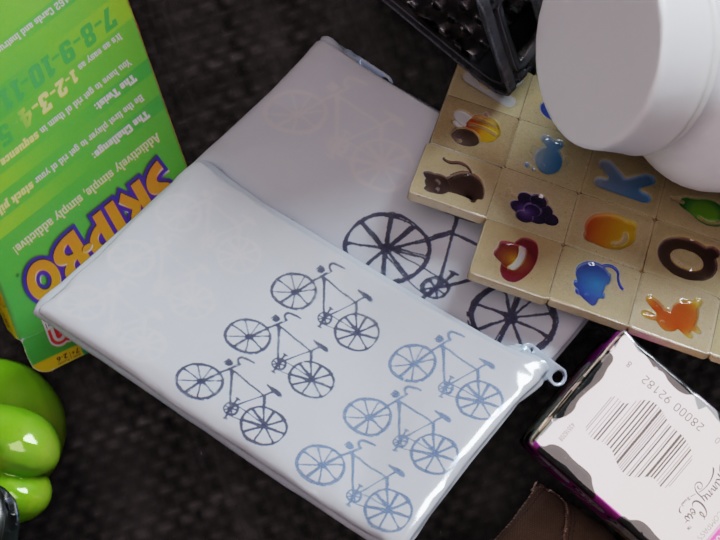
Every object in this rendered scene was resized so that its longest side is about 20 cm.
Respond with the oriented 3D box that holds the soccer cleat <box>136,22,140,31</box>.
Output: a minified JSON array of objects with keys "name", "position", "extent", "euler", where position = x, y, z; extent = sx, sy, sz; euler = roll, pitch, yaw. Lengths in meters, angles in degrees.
[{"name":"soccer cleat","position":[-0.190,-0.074,0.937],"extent":[0.199,0.068,0.074],"euler":[-17,88,-4]}]

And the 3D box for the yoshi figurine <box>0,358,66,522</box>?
[{"name":"yoshi figurine","position":[-0.208,0.057,0.920],"extent":[0.199,0.113,0.112],"euler":[19,45,15]}]

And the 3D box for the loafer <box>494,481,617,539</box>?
[{"name":"loafer","position":[0.024,0.154,0.894],"extent":[0.199,0.073,0.071],"euler":[-28,71,-29]}]

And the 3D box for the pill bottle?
[{"name":"pill bottle","position":[0.173,-0.086,0.872],"extent":[0.199,0.112,0.113],"euler":[0,82,-31]}]

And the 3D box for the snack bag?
[{"name":"snack bag","position":[0.000,0.000,0.882],"extent":[0.188,0.021,0.200],"euler":[32,58,22]}]

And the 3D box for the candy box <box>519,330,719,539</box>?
[{"name":"candy box","position":[0.158,0.113,0.876],"extent":[0.200,0.136,0.061],"euler":[40,88,5]}]

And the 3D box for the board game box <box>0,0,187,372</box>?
[{"name":"board game box","position":[-0.131,-0.064,0.904],"extent":[0.095,0.030,0.201],"euler":[-25,108,-18]}]

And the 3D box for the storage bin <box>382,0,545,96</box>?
[{"name":"storage bin","position":[0.014,-0.182,0.895],"extent":[0.200,0.135,0.094],"euler":[41,85,18]}]

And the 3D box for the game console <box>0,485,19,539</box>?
[{"name":"game console","position":[-0.195,0.164,0.846],"extent":[0.199,0.116,0.177],"euler":[6,78,35]}]

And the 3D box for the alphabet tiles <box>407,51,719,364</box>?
[{"name":"alphabet tiles","position":[0.125,-0.030,0.907],"extent":[0.199,0.006,0.167],"euler":[19,44,2]}]
